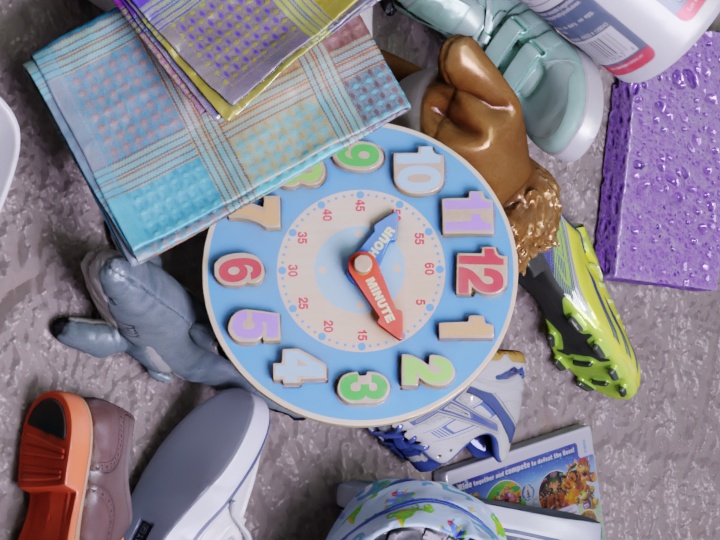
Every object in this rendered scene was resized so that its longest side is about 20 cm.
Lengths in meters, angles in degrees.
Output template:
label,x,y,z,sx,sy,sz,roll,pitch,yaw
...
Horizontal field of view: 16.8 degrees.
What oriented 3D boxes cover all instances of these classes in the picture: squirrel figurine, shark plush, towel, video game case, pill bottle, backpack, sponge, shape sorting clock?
label,x,y,z,sx,sy,sz,roll,pitch,yaw
squirrel figurine,0.031,-0.032,1.647,0.187,0.142,0.200,-49,116,-18
shark plush,-0.112,0.052,1.571,0.200,0.083,0.091,50,64,-27
towel,-0.088,-0.112,1.497,0.200,0.022,0.147,-29,87,-6
video game case,0.126,0.227,1.796,0.143,0.018,0.200,-14,100,-35
pill bottle,0.141,-0.228,1.618,0.200,0.120,0.120,37,70,-18
backpack,0.020,0.235,1.615,0.163,0.154,0.200,24,119,-6
sponge,0.235,-0.086,1.860,0.112,0.030,0.200,9,86,-37
towel,-0.092,-0.204,1.481,0.144,0.023,0.200,-37,89,-13
shape sorting clock,0.000,0.000,1.540,0.200,0.039,0.200,1,74,-4

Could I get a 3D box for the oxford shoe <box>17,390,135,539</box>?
label,x,y,z,sx,sy,sz,roll,pitch,yaw
oxford shoe,-0.176,0.179,1.538,0.073,0.071,0.200,11,85,-43

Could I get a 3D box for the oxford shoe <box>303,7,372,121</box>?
label,x,y,z,sx,sy,sz,roll,pitch,yaw
oxford shoe,-0.021,-0.180,1.552,0.058,0.075,0.200,43,49,-79

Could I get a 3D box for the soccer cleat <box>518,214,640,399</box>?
label,x,y,z,sx,sy,sz,roll,pitch,yaw
soccer cleat,0.158,0.011,1.785,0.200,0.065,0.084,54,55,-26

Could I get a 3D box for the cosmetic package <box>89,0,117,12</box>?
label,x,y,z,sx,sy,sz,roll,pitch,yaw
cosmetic package,-0.100,-0.197,1.573,0.200,0.081,0.113,32,75,-34

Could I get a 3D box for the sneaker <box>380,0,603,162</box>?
label,x,y,z,sx,sy,sz,roll,pitch,yaw
sneaker,0.083,-0.151,1.667,0.118,0.200,0.074,10,127,-34

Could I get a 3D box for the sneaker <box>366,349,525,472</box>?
label,x,y,z,sx,sy,sz,roll,pitch,yaw
sneaker,0.037,0.096,1.690,0.200,0.075,0.088,3,90,-36

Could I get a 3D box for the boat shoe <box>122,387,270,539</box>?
label,x,y,z,sx,sy,sz,roll,pitch,yaw
boat shoe,-0.104,0.177,1.585,0.086,0.075,0.202,37,78,-41

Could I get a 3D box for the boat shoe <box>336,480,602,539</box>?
label,x,y,z,sx,sy,sz,roll,pitch,yaw
boat shoe,0.072,0.203,1.706,0.200,0.071,0.091,12,89,-20

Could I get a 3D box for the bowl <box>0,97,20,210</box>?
label,x,y,z,sx,sy,sz,roll,pitch,yaw
bowl,-0.315,-0.051,1.421,0.200,0.075,0.200,34,72,-32
